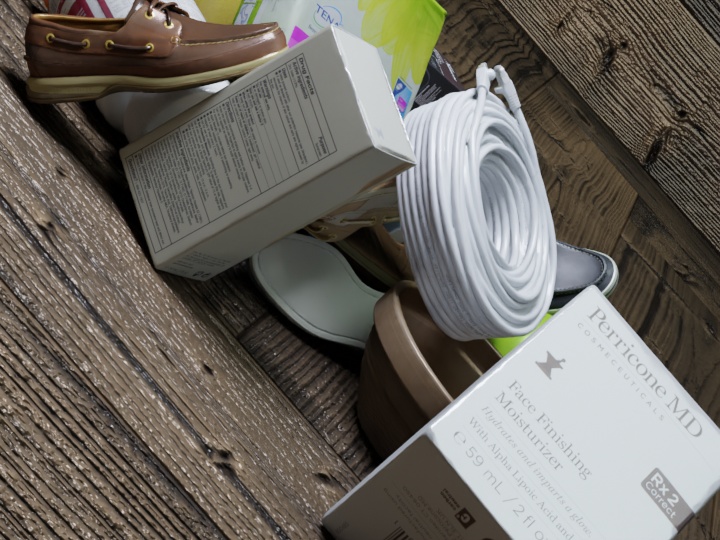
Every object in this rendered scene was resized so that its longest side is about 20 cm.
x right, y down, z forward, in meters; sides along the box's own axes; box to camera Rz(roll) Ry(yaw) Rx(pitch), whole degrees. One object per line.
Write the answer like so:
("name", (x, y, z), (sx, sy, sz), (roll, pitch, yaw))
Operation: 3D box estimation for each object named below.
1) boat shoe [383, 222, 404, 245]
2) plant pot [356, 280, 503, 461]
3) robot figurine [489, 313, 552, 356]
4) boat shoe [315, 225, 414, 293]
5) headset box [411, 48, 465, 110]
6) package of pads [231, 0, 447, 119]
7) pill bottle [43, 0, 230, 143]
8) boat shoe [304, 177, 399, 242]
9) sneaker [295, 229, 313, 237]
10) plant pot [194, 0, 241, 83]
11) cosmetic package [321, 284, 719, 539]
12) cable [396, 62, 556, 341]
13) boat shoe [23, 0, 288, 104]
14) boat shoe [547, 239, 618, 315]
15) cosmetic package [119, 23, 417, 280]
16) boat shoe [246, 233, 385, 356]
("boat shoe", (0.062, -0.034, 1.769), (0.091, 0.199, 0.071), (41, 58, -37))
("plant pot", (0.063, 0.113, 1.551), (0.201, 0.093, 0.201), (43, 18, -17))
("robot figurine", (0.172, 0.121, 1.775), (0.200, 0.116, 0.175), (49, 10, 3))
("boat shoe", (0.000, 0.000, 1.683), (0.200, 0.072, 0.073), (35, 29, -58))
("headset box", (-0.016, -0.197, 1.954), (0.200, 0.149, 0.077), (37, 19, -34))
("package of pads", (-0.015, -0.196, 1.594), (0.068, 0.156, 0.200), (12, -15, 34))
("pill bottle", (-0.172, -0.176, 1.563), (0.109, 0.109, 0.201), (26, 27, -52))
("boat shoe", (-0.020, -0.056, 1.555), (0.199, 0.070, 0.074), (-8, 41, -45))
("sneaker", (-0.050, -0.065, 1.667), (0.079, 0.089, 0.200), (50, 14, 6))
("plant pot", (-0.095, -0.187, 1.701), (0.200, 0.200, 0.142), (48, 41, -2))
("cosmetic package", (0.117, 0.151, 1.335), (0.165, 0.165, 0.200), (49, 52, 4))
("cable", (0.092, -0.043, 1.562), (0.201, 0.069, 0.200), (67, 30, -24))
("boat shoe", (-0.153, -0.167, 1.439), (0.072, 0.198, 0.068), (-70, 154, -75))
("boat shoe", (0.139, -0.008, 1.808), (0.062, 0.198, 0.075), (78, 26, -57))
("cosmetic package", (-0.069, -0.083, 1.428), (0.071, 0.199, 0.106), (16, 52, -60))
("boat shoe", (-0.026, 0.028, 1.610), (0.199, 0.073, 0.062), (28, -19, -35))
